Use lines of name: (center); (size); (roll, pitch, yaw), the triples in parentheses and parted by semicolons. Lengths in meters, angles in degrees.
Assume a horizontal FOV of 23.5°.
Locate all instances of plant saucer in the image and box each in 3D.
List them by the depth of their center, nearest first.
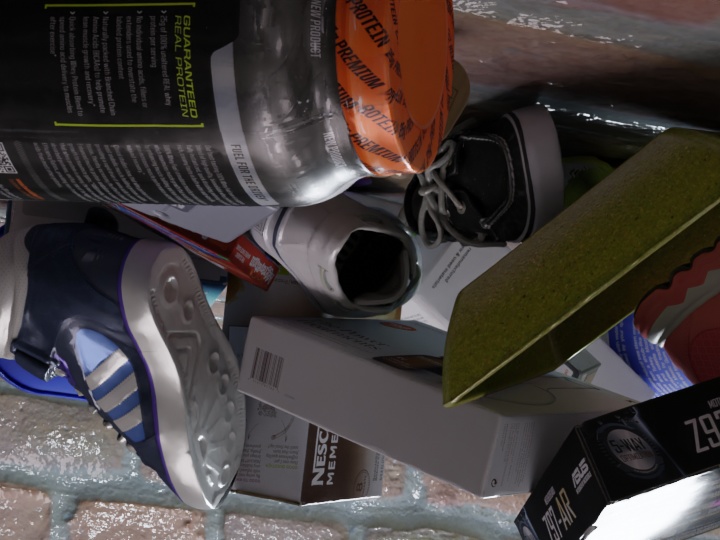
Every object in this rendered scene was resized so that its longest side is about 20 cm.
plant saucer: (0.137, -0.013, 0.913); (0.199, 0.048, 0.200); (-39, 169, 20)

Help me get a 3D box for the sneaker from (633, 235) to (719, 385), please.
sneaker: (0.242, -0.002, 0.915); (0.200, 0.087, 0.074); (-41, 168, 29)

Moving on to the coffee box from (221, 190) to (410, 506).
coffee box: (-0.033, 0.048, 1.148); (0.079, 0.202, 0.114); (6, 178, 30)

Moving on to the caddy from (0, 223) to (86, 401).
caddy: (-0.211, 0.029, 1.361); (0.199, 0.143, 0.104); (14, 162, -43)

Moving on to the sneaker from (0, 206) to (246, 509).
sneaker: (-0.160, 0.056, 1.066); (0.145, 0.081, 0.201); (6, 130, 25)

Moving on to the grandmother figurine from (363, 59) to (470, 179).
grandmother figurine: (-0.024, -0.081, 0.883); (0.121, 0.061, 0.199); (39, 159, -24)

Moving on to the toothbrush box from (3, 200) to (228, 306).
toothbrush box: (-0.166, -0.024, 1.181); (0.145, 0.086, 0.200); (7, 169, -9)

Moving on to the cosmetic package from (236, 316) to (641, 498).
cosmetic package: (0.049, 0.075, 1.016); (0.199, 0.052, 0.150); (19, -171, 41)

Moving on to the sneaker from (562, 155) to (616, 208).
sneaker: (0.174, -0.029, 1.069); (0.199, 0.076, 0.105); (18, 178, -25)

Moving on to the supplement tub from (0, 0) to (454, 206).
supplement tub: (-0.071, -0.086, 0.654); (0.198, 0.124, 0.122); (3, 170, 17)

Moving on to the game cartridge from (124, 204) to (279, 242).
game cartridge: (-0.136, -0.076, 0.868); (0.199, 0.041, 0.133); (25, 160, -15)

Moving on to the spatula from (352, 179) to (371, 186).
spatula: (-0.093, -0.068, 1.073); (0.198, 0.021, 0.057); (10, -169, -12)

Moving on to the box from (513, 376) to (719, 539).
box: (0.192, 0.098, 0.914); (0.198, 0.044, 0.160); (-17, 158, -13)

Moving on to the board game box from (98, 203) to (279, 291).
board game box: (-0.145, -0.048, 1.005); (0.199, 0.020, 0.103); (27, 176, 13)

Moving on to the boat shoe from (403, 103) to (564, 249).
boat shoe: (0.063, -0.048, 0.967); (0.067, 0.074, 0.199); (-8, -178, -9)

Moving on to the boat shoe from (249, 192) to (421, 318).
boat shoe: (0.000, 0.000, 1.023); (0.067, 0.074, 0.200); (35, -175, 26)

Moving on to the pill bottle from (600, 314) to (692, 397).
pill bottle: (0.246, 0.042, 1.294); (0.111, 0.113, 0.199); (12, 169, -36)

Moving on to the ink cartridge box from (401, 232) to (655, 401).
ink cartridge box: (0.099, 0.063, 1.295); (0.200, 0.084, 0.145); (44, 159, -13)
